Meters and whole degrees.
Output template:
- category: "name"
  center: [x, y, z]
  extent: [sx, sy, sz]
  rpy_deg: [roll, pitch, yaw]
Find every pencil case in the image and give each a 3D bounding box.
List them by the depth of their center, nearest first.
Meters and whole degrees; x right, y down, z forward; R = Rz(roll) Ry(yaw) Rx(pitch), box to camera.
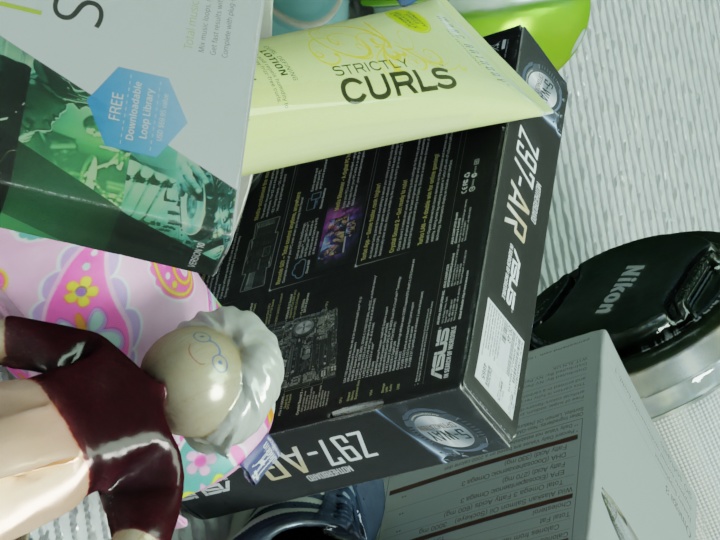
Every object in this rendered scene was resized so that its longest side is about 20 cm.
- category: "pencil case"
  center: [-0.110, 0.009, 1.133]
  extent: [0.200, 0.087, 0.088]
  rpy_deg: [57, 34, -35]

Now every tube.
- category: "tube"
  center: [-0.013, -0.074, 1.186]
  extent: [0.199, 0.052, 0.058]
  rpy_deg: [-14, 94, -42]

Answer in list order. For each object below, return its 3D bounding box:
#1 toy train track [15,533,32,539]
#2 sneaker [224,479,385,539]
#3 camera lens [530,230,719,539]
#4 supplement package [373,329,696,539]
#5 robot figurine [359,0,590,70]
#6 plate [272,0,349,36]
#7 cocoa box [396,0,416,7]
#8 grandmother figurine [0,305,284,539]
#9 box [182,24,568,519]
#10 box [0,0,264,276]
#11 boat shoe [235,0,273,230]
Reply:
- category: "toy train track"
  center: [-0.132, 0.124, 1.031]
  extent: [0.200, 0.114, 0.033]
  rpy_deg: [-93, -177, -57]
- category: "sneaker"
  center: [-0.016, 0.125, 1.251]
  extent: [0.200, 0.084, 0.075]
  rpy_deg: [-44, 116, -59]
- category: "camera lens"
  center: [0.170, 0.093, 1.527]
  extent: [0.201, 0.159, 0.160]
  rpy_deg: [64, 30, -21]
- category: "supplement package"
  center: [0.079, 0.143, 1.356]
  extent: [0.117, 0.117, 0.201]
  rpy_deg: [60, 23, -30]
- category: "robot figurine"
  center: [0.052, -0.175, 1.464]
  extent: [0.175, 0.115, 0.201]
  rpy_deg: [-140, -138, -81]
- category: "plate"
  center: [-0.048, -0.177, 1.389]
  extent: [0.200, 0.025, 0.201]
  rpy_deg: [34, 50, -53]
- category: "cocoa box"
  center: [0.019, -0.245, 1.276]
  extent: [0.200, 0.133, 0.132]
  rpy_deg: [50, 25, -26]
- category: "grandmother figurine"
  center: [-0.108, 0.061, 1.049]
  extent: [0.199, 0.061, 0.122]
  rpy_deg: [-21, 78, -37]
- category: "box"
  center: [0.000, 0.000, 1.256]
  extent: [0.044, 0.159, 0.201]
  rpy_deg: [49, 38, -37]
- category: "box"
  center: [-0.135, -0.086, 1.048]
  extent: [0.199, 0.036, 0.145]
  rpy_deg: [12, 57, -10]
- category: "boat shoe"
  center: [-0.069, -0.101, 1.279]
  extent: [0.059, 0.072, 0.201]
  rpy_deg: [12, 77, -17]
